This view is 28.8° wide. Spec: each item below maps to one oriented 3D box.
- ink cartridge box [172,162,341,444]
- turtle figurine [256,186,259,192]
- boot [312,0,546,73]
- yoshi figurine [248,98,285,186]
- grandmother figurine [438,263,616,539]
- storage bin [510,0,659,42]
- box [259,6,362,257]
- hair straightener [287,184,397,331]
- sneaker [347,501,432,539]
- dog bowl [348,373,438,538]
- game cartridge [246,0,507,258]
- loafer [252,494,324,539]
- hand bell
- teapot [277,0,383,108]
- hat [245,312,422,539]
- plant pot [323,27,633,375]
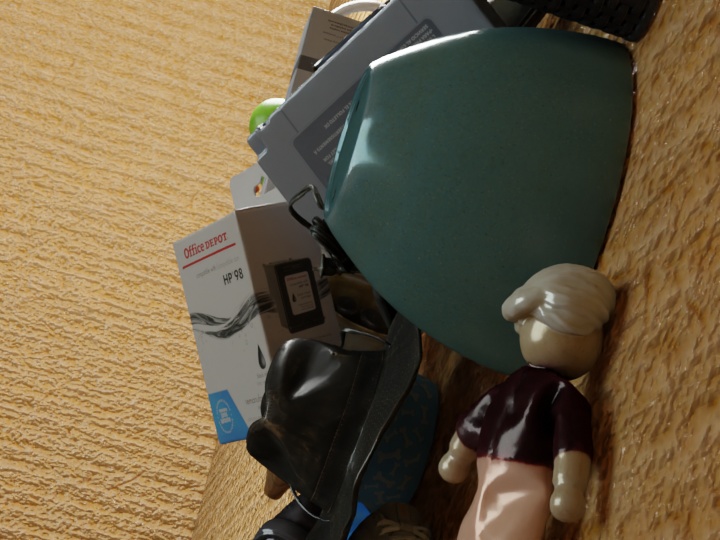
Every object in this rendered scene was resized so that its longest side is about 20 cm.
[{"bbox_3d":[-0.078,0.020,1.047,0.115,0.066,0.203,-20,83,57],"label":"ink cartridge box"},{"bbox_3d":[-0.038,-0.020,1.466,0.064,0.199,0.163,-34,52,24],"label":"turtle figurine"},{"bbox_3d":[0.057,-0.171,0.969,0.200,0.097,0.075,-47,7,16],"label":"boot"},{"bbox_3d":[-0.040,-0.171,1.491,0.199,0.112,0.113,-36,51,6],"label":"yoshi figurine"},{"bbox_3d":[0.076,0.093,0.666,0.121,0.060,0.203,6,75,54],"label":"grandmother figurine"},{"bbox_3d":[0.124,-0.226,0.817,0.200,0.093,0.137,-94,22,-70],"label":"storage bin"},{"bbox_3d":[0.007,-0.103,1.157,0.041,0.154,0.203,125,161,-67],"label":"box"},{"bbox_3d":[0.000,0.000,0.937,0.200,0.076,0.041,50,-142,-56],"label":"hair straightener"},{"bbox_3d":[0.017,0.179,0.840,0.200,0.075,0.093,130,159,-69],"label":"sneaker"},{"bbox_3d":[0.007,0.148,1.040,0.201,0.049,0.112,113,170,-45],"label":"dog bowl"},{"bbox_3d":[0.028,-0.098,0.949,0.199,0.134,0.040,-38,-5,28],"label":"game cartridge"},{"bbox_3d":[-0.048,0.237,1.023,0.063,0.071,0.202,-52,-19,-44],"label":"loafer"},{"bbox_3d":[-0.034,0.103,1.118,0.104,0.103,0.202,-90,24,-64],"label":"hand bell"},{"bbox_3d":[-0.017,-0.126,1.359,0.198,0.144,0.202,130,160,-60],"label":"teapot"},{"bbox_3d":[-0.027,0.091,0.887,0.201,0.080,0.203,-157,90,-85],"label":"hat"},{"bbox_3d":[0.054,-0.054,0.807,0.200,0.133,0.203,-164,90,-82],"label":"plant pot"}]
